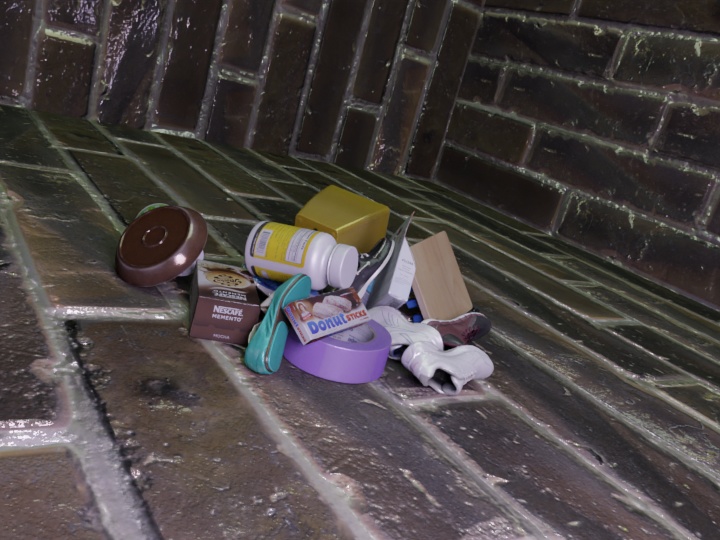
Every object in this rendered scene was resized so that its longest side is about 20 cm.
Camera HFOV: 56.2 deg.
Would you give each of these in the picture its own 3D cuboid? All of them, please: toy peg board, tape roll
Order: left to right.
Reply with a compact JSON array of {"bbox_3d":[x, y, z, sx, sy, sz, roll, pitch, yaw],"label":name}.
[{"bbox_3d":[-0.045,0.129,1.232,0.199,0.066,0.200,15,16,-5],"label":"tape roll"},{"bbox_3d":[0.149,0.034,1.572,0.097,0.201,0.199,-18,4,37],"label":"toy peg board"}]

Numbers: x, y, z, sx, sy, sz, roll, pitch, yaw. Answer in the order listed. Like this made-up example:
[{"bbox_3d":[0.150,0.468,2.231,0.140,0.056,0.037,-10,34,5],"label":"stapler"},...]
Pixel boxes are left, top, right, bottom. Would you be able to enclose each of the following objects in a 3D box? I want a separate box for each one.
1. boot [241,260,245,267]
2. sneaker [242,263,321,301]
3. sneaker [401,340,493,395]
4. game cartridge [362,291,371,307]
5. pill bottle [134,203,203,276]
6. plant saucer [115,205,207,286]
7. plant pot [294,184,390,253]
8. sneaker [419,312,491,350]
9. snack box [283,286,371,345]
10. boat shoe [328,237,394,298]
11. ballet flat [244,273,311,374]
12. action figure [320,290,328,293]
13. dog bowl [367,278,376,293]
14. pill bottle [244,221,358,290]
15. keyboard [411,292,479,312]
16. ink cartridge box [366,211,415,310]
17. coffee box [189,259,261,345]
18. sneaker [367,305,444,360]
[{"bbox_3d":[-0.197,-0.044,1.468,0.073,0.096,0.200,30,-21,-26],"label":"boot"},{"bbox_3d":[-0.158,0.030,1.377,0.199,0.089,0.079,30,-21,26],"label":"sneaker"},{"bbox_3d":[0.172,0.193,1.242,0.199,0.078,0.100,7,35,-29],"label":"sneaker"},{"bbox_3d":[-0.056,0.010,1.527,0.200,0.041,0.133,39,4,-17],"label":"game cartridge"},{"bbox_3d":[-0.408,-0.063,1.444,0.110,0.112,0.200,4,19,-35],"label":"pill bottle"},{"bbox_3d":[-0.401,-0.059,1.335,0.199,0.035,0.201,-9,51,11],"label":"plant saucer"},{"bbox_3d":[-0.068,-0.082,1.722,0.199,0.201,0.176,25,29,28],"label":"plant pot"},{"bbox_3d":[0.218,0.151,1.422,0.199,0.076,0.116,-6,30,-29],"label":"sneaker"},{"bbox_3d":[-0.053,0.076,1.176,0.200,0.024,0.072,-12,70,-59],"label":"snack box"},{"bbox_3d":[0.000,0.000,1.410,0.060,0.200,0.074,40,-19,-12],"label":"boat shoe"},{"bbox_3d":[-0.147,0.082,1.141,0.070,0.068,0.201,3,52,24],"label":"ballet flat"},{"bbox_3d":[-0.101,0.047,1.454,0.130,0.070,0.200,10,30,-43],"label":"action figure"},{"bbox_3d":[0.036,0.030,1.592,0.111,0.050,0.200,39,2,-33],"label":"dog bowl"},{"bbox_3d":[-0.110,-0.024,1.285,0.199,0.112,0.111,13,14,21],"label":"pill bottle"},{"bbox_3d":[0.203,0.075,1.737,0.199,0.021,0.127,21,16,20],"label":"keyboard"},{"bbox_3d":[0.077,-0.005,1.436,0.047,0.201,0.160,23,-25,-9],"label":"ink cartridge box"},{"bbox_3d":[-0.255,0.055,1.249,0.112,0.080,0.200,11,16,-18],"label":"coffee box"},{"bbox_3d":[0.066,0.129,1.333,0.199,0.075,0.087,17,37,39],"label":"sneaker"}]
